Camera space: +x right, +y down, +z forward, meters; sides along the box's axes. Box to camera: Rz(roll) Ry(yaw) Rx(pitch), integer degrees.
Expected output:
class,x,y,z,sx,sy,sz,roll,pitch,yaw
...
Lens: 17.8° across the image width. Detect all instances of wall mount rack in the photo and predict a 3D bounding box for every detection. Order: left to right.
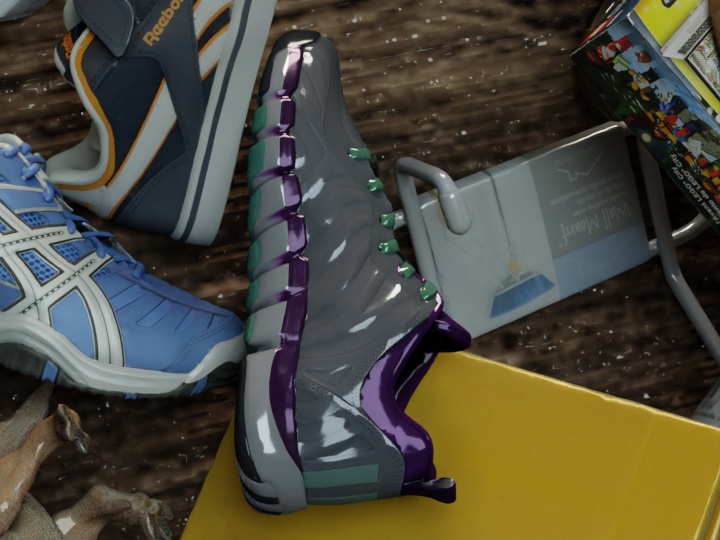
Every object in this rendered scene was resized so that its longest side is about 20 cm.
class,x,y,z,sx,sy,sz,roll,pitch,yaw
wall mount rack,0.094,0.016,0.963,0.200,0.075,0.174,-23,111,-18

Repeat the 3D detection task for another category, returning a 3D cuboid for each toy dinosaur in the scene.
class,x,y,z,sx,sy,sz,roll,pitch,yaw
toy dinosaur,-0.144,0.130,0.868,0.136,0.086,0.200,-22,62,16

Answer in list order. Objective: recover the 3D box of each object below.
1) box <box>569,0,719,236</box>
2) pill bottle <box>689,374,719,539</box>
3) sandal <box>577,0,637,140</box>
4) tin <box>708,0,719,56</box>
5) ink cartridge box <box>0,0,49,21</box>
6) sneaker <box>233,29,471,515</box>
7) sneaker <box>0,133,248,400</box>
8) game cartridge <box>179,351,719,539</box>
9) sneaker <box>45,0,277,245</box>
class,x,y,z,sx,sy,sz,roll,pitch,yaw
box,0.185,-0.094,0.953,0.137,0.038,0.200,50,49,-7
pill bottle,0.151,0.130,0.911,0.113,0.113,0.200,36,84,-4
sandal,0.192,-0.105,1.025,0.200,0.055,0.082,-4,77,-16
tin,0.196,-0.056,0.893,0.112,0.042,0.200,3,67,-40
ink cartridge box,-0.127,-0.225,0.918,0.200,0.057,0.163,-42,89,23
sneaker,0.000,0.000,0.897,0.087,0.074,0.200,1,69,3
sneaker,-0.133,-0.008,0.893,0.200,0.076,0.077,21,98,-11
game cartridge,0.026,0.118,0.881,0.200,0.032,0.176,16,74,27
sneaker,-0.074,-0.107,0.902,0.079,0.078,0.200,11,111,-11
